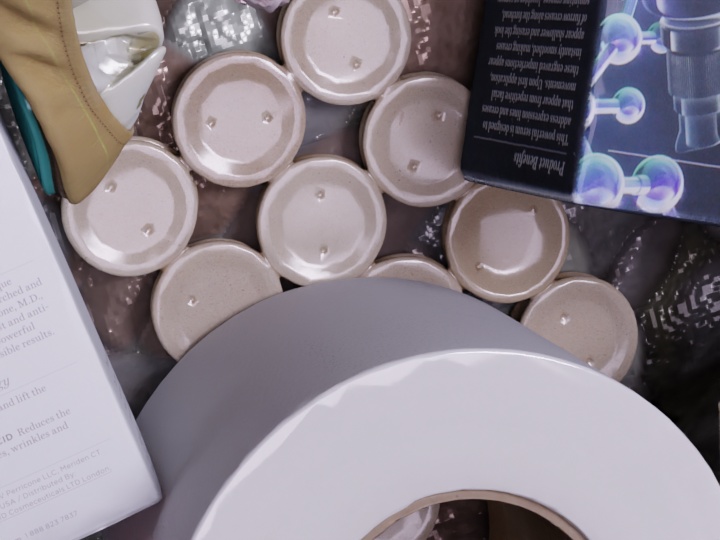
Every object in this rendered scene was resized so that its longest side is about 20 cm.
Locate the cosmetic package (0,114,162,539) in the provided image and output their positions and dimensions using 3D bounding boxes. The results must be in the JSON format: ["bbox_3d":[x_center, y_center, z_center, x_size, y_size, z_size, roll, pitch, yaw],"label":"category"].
[{"bbox_3d":[-0.145,-0.007,0.728,0.081,0.113,0.200,-25,103,-9],"label":"cosmetic package"}]

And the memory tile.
[{"bbox_3d":[0.000,0.000,0.815,0.153,0.017,0.200,-40,106,-5],"label":"memory tile"}]

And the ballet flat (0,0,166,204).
[{"bbox_3d":[-0.090,-0.079,0.673,0.063,0.200,0.069,-19,68,-2],"label":"ballet flat"}]

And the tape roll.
[{"bbox_3d":[0.018,0.111,0.757,0.202,0.139,0.203,-3,101,-13],"label":"tape roll"}]

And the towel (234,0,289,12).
[{"bbox_3d":[-0.087,-0.204,0.706,0.200,0.032,0.191,25,64,-20],"label":"towel"}]

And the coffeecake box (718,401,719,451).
[{"bbox_3d":[0.213,0.076,0.787,0.200,0.073,0.154,-33,127,-40],"label":"coffeecake box"}]

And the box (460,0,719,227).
[{"bbox_3d":[0.134,-0.116,0.774,0.148,0.107,0.200,7,95,-19],"label":"box"}]
